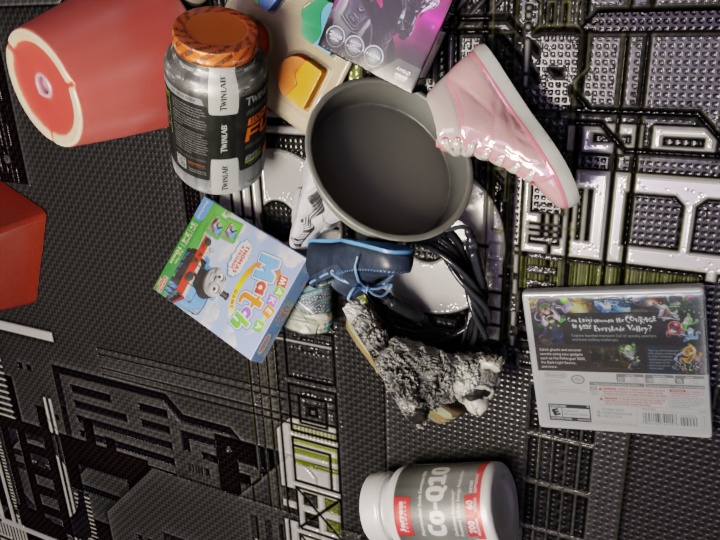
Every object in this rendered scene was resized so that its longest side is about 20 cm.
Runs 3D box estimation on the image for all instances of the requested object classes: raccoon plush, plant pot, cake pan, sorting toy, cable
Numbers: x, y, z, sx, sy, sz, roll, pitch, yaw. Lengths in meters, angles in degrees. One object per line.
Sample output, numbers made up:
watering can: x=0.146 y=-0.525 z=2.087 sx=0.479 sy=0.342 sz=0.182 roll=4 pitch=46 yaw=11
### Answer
raccoon plush: x=0.083 y=0.093 z=0.838 sx=0.133 sy=0.097 sz=0.201 roll=-33 pitch=94 yaw=2
plant pot: x=-0.323 y=-0.254 z=0.874 sx=0.199 sy=0.177 sz=0.202 roll=24 pitch=132 yaw=29
cake pan: x=0.030 y=-0.119 z=0.776 sx=0.200 sy=0.200 sz=0.037 roll=47 pitch=151 yaw=2
sorting toy: x=-0.091 y=-0.290 z=0.850 sx=0.184 sy=0.036 sz=0.201 roll=37 pitch=122 yaw=9
cable: x=0.079 y=0.029 z=0.859 sx=0.161 sy=0.051 sz=0.202 roll=-4 pitch=124 yaw=23
plant pot: x=-0.677 y=-0.038 z=1.171 sx=0.198 sy=0.176 sz=0.202 roll=30 pitch=120 yaw=13

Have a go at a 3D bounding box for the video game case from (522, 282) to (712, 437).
video game case: x=0.299 y=0.105 z=0.818 sx=0.198 sy=0.023 sz=0.184 roll=-2 pitch=109 yaw=29

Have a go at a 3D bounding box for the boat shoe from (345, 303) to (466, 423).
boat shoe: x=0.050 y=0.133 z=0.934 sx=0.200 sy=0.072 sz=0.076 roll=45 pitch=138 yaw=6

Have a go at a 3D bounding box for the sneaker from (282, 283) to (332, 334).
sneaker: x=-0.123 y=0.024 z=0.985 sx=0.198 sy=0.077 sz=0.087 roll=14 pitch=97 yaw=20

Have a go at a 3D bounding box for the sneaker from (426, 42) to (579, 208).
sneaker: x=0.145 y=-0.134 z=0.753 sx=0.104 sy=0.075 sz=0.201 roll=-34 pitch=85 yaw=10

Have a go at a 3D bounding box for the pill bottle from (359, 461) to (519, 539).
pill bottle: x=0.105 y=0.322 z=0.950 sx=0.198 sy=0.114 sz=0.115 roll=-12 pitch=104 yaw=30

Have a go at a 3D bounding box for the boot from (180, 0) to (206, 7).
boot: x=-0.196 y=-0.430 z=0.810 sx=0.149 sy=0.073 sz=0.202 roll=-8 pitch=110 yaw=42

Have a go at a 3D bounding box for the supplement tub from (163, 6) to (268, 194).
supplement tub: x=-0.173 y=-0.202 z=0.844 sx=0.122 sy=0.123 sz=0.201 roll=29 pitch=142 yaw=14

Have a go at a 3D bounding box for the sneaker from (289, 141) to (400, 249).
sneaker: x=-0.024 y=-0.079 z=0.871 sx=0.113 sy=0.076 sz=0.200 roll=9 pitch=151 yaw=-11

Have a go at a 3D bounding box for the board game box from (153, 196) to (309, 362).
board game box: x=-0.174 y=0.008 z=0.951 sx=0.199 sy=0.037 sz=0.152 roll=30 pitch=90 yaw=26

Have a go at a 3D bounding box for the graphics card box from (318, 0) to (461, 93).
graphics card box: x=0.048 y=-0.309 z=0.745 sx=0.125 sy=0.051 sz=0.202 roll=29 pitch=114 yaw=8

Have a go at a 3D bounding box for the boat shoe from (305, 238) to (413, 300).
boat shoe: x=0.000 y=0.000 z=0.806 sx=0.199 sy=0.083 sz=0.070 roll=-176 pitch=91 yaw=-65
